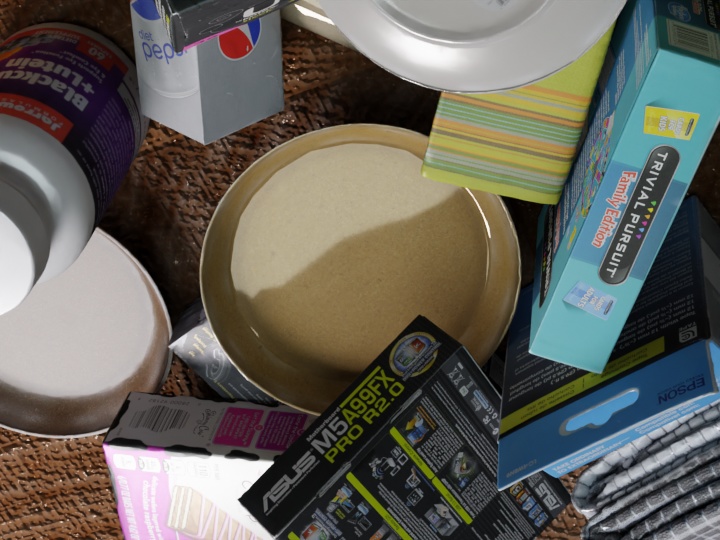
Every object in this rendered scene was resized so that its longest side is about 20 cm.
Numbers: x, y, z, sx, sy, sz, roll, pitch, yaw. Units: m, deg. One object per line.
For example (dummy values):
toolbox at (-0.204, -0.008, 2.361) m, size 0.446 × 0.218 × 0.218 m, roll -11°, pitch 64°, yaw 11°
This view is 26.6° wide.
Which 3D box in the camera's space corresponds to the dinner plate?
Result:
dinner plate at (0.052, -0.188, 0.816) m, size 0.200 × 0.024 × 0.200 m, roll 9°, pitch 118°, yaw 17°

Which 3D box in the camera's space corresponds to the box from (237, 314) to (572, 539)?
box at (0.035, 0.144, 0.962) m, size 0.160 × 0.044 × 0.200 m, roll -45°, pitch 135°, yaw -7°

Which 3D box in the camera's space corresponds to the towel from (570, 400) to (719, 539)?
towel at (0.265, 0.156, 1.011) m, size 0.200 × 0.086 × 0.166 m, roll -34°, pitch 131°, yaw 25°

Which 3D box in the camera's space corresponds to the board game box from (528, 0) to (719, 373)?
board game box at (0.153, -0.065, 0.873) m, size 0.047 × 0.151 × 0.200 m, roll 17°, pitch 124°, yaw -2°

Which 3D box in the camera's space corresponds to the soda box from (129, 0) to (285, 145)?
soda box at (-0.092, -0.179, 0.879) m, size 0.063 × 0.068 × 0.200 m, roll 28°, pitch 133°, yaw 37°

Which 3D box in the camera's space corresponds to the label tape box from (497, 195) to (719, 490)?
label tape box at (0.161, 0.057, 0.920) m, size 0.143 × 0.200 × 0.066 m, roll -30°, pitch 115°, yaw 25°

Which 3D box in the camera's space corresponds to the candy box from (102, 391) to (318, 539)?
candy box at (-0.066, 0.160, 1.052) m, size 0.200 × 0.061 × 0.136 m, roll 3°, pitch 126°, yaw 13°

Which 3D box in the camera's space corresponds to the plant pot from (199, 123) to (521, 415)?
plant pot at (0.000, 0.000, 0.956) m, size 0.200 × 0.027 × 0.200 m, roll -1°, pitch 112°, yaw -2°

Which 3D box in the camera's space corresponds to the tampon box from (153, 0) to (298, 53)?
tampon box at (-0.062, -0.230, 0.730) m, size 0.150 × 0.126 × 0.200 m, roll -24°, pitch 93°, yaw -5°

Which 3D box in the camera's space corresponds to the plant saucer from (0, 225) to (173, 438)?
plant saucer at (-0.225, 0.031, 1.069) m, size 0.200 × 0.032 × 0.200 m, roll 5°, pitch 122°, yaw 7°

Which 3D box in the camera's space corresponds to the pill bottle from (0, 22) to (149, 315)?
pill bottle at (-0.202, -0.060, 0.906) m, size 0.111 × 0.200 × 0.111 m, roll 4°, pitch 123°, yaw 6°

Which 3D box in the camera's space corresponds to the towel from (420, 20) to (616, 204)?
towel at (0.098, -0.132, 0.862) m, size 0.086 × 0.018 × 0.200 m, roll 12°, pitch 120°, yaw -3°

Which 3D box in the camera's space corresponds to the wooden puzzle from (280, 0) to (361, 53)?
wooden puzzle at (0.050, -0.190, 0.867) m, size 0.185 × 0.046 × 0.200 m, roll 23°, pitch 126°, yaw -5°

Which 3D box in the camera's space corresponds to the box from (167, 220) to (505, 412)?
box at (-0.005, 0.066, 1.043) m, size 0.158 × 0.050 × 0.200 m, roll -36°, pitch 110°, yaw 27°
